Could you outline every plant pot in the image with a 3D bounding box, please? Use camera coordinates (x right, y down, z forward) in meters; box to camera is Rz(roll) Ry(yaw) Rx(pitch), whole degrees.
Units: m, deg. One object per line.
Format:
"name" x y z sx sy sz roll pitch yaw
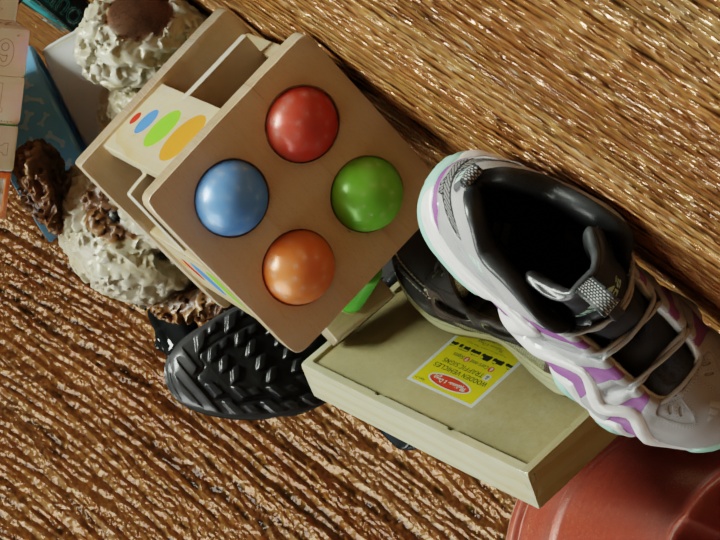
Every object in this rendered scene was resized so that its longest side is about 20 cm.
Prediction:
"plant pot" 0.210 0.179 1.450 0.200 0.201 0.195 38 167 -11

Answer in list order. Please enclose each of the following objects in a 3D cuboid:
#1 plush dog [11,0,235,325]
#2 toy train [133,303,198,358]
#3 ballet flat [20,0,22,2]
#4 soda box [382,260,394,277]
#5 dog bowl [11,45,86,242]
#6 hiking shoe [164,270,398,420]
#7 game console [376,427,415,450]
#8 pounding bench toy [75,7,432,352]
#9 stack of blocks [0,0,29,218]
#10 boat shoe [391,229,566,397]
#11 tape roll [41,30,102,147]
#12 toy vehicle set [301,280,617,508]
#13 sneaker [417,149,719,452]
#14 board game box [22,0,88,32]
"plush dog" -0.120 -0.062 1.523 0.200 0.172 0.160 37 176 -9
"toy train" -0.155 -0.005 1.700 0.200 0.034 0.046 60 177 28
"ballet flat" -0.307 -0.249 1.721 0.200 0.069 0.068 34 133 -27
"soda box" 0.000 0.000 1.656 0.200 0.063 0.068 51 178 15
"dog bowl" -0.214 -0.091 1.630 0.112 0.049 0.200 62 177 -18
"hiking shoe" -0.034 0.053 1.530 0.101 0.199 0.076 -35 70 65
"game console" -0.020 0.013 1.822 0.118 0.171 0.200 8 -159 -34
"pounding bench toy" -0.030 -0.026 1.364 0.200 0.124 0.156 46 172 -24
"stack of blocks" -0.246 -0.143 1.490 0.058 0.201 0.115 4 -168 -27
"boat shoe" 0.077 0.005 1.395 0.201 0.072 0.066 35 164 51
"tape roll" -0.139 -0.081 1.694 0.203 0.071 0.202 60 -179 -2
"toy vehicle set" 0.073 0.056 1.417 0.200 0.124 0.027 23 145 47
"sneaker" 0.114 0.020 1.153 0.200 0.078 0.140 37 177 -5
"board game box" -0.303 -0.259 1.864 0.135 0.028 0.200 31 173 48
